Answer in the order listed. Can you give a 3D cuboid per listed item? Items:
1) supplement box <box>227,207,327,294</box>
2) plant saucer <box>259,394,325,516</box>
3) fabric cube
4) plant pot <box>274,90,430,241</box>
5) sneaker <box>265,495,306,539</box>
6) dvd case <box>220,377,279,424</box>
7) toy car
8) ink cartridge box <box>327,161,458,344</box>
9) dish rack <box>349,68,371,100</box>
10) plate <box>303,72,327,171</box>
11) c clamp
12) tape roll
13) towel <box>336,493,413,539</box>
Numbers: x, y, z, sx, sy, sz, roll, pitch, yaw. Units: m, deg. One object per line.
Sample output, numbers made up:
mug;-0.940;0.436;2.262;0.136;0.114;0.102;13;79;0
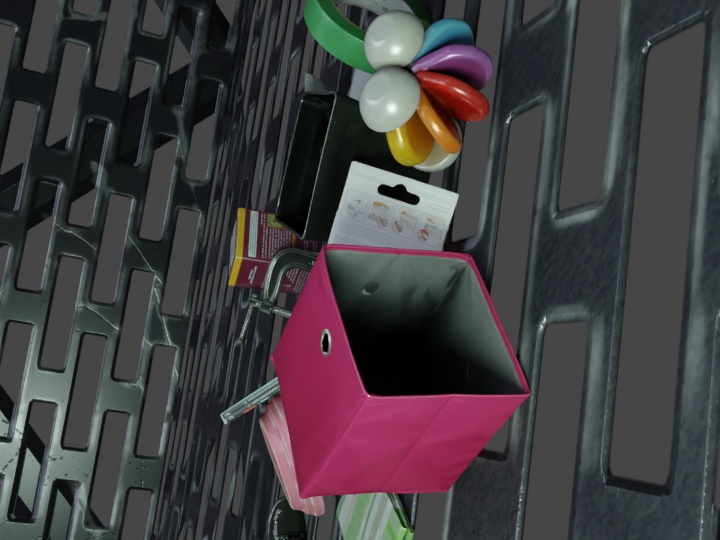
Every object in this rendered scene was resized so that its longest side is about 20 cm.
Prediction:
supplement box;-0.124;-0.028;1.491;0.086;0.197;0.111;117;157;-50
plant saucer;-0.114;0.300;1.374;0.200;0.050;0.203;161;90;-78
fabric cube;0.031;0.113;0.948;0.200;0.198;0.198;-60;36;42
plant pot;-0.004;-0.142;1.254;0.199;0.175;0.203;-148;69;-69
sneaker;-0.107;0.469;1.391;0.082;0.072;0.203;-20;68;55
dvd case;-0.114;0.171;1.360;0.199;0.022;0.146;-33;-4;19
toy car;0.097;-0.235;1.093;0.149;0.175;0.203;-9;66;33
ink cartridge box;0.036;-0.024;1.124;0.047;0.159;0.202;-4;-69;-66
dish rack;0.017;-0.319;1.496;0.200;0.043;0.174;-140;63;-68
plate;-0.038;-0.204;1.449;0.032;0.200;0.202;-15;54;19
c clamp;-0.091;0.055;1.405;0.027;0.197;0.173;8;-86;-77
tape roll;0.014;-0.378;1.299;0.048;0.198;0.202;120;153;-44
towel;0.018;0.340;1.160;0.200;0.030;0.151;-122;44;-60
